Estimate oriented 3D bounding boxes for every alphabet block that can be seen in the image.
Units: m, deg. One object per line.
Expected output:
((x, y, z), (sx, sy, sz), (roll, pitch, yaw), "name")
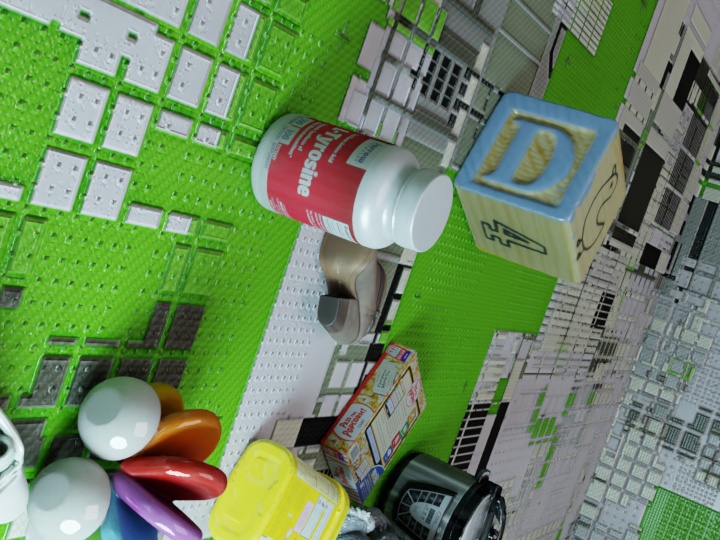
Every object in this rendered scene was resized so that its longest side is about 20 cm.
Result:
((0.285, -0.129, 1.661), (0.196, 0.196, 0.200), (-58, 152, -16), "alphabet block")

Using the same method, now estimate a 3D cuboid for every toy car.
((-0.208, 0.214, 1.039), (0.200, 0.150, 0.175), (-60, 152, -16), "toy car")

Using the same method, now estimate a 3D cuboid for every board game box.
((0.025, 0.229, 1.598), (0.200, 0.046, 0.152), (-52, 149, -30), "board game box")

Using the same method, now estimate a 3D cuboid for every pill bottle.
((-0.008, -0.090, 1.136), (0.112, 0.200, 0.112), (-42, 143, -43), "pill bottle")

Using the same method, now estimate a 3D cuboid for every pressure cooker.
((0.145, 0.415, 1.785), (0.179, 0.200, 0.176), (-41, 143, -41), "pressure cooker")

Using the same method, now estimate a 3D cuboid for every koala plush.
((-0.004, 0.436, 1.579), (0.178, 0.184, 0.200), (-59, 138, -13), "koala plush")

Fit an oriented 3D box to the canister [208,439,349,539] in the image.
((-0.103, 0.314, 1.381), (0.149, 0.086, 0.200), (-61, 151, -15), "canister")

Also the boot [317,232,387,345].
((0.000, 0.000, 1.378), (0.146, 0.070, 0.200), (9, 102, -69), "boot")

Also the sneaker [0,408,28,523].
((-0.315, 0.158, 0.882), (0.070, 0.080, 0.200), (-52, 150, -33), "sneaker")
